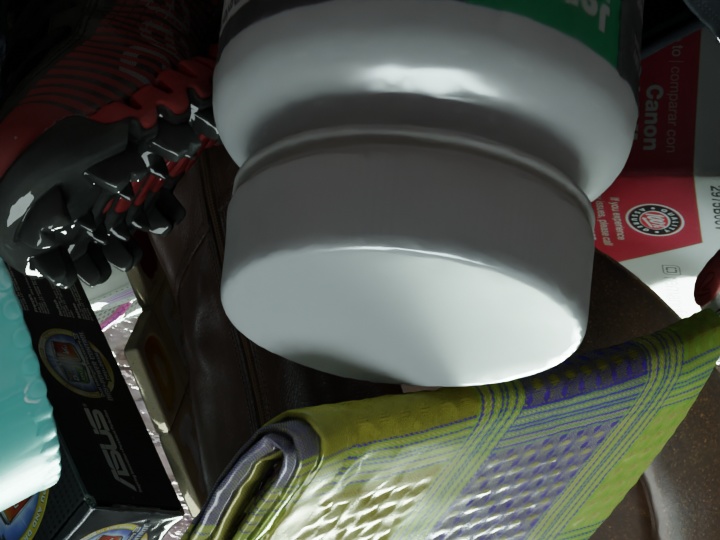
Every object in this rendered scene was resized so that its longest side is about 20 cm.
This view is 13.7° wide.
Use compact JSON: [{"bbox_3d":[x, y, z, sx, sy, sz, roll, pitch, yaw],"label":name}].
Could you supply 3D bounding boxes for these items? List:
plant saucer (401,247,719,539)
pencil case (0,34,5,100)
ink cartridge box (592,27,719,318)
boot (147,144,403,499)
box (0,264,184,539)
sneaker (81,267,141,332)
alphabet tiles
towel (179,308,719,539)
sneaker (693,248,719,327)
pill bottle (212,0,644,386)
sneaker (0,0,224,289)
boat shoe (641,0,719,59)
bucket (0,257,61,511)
[{"bbox_3d":[0.039,0.066,1.037,0.200,0.035,0.201,16,129,21],"label":"plant saucer"},{"bbox_3d":[-0.177,-0.029,1.015,0.199,0.078,0.089,-24,-171,-1],"label":"pencil case"},{"bbox_3d":[0.172,-0.036,1.005,0.199,0.083,0.146,1,155,12],"label":"ink cartridge box"},{"bbox_3d":[0.000,0.000,0.949,0.064,0.200,0.186,12,139,-32],"label":"boot"},{"bbox_3d":[-0.157,0.058,1.088,0.044,0.200,0.160,9,133,-43],"label":"box"},{"bbox_3d":[-0.151,0.012,1.194,0.088,0.082,0.200,22,157,-39],"label":"sneaker"},{"bbox_3d":[-0.046,0.052,1.101,0.006,0.167,0.201,-16,110,14],"label":"alphabet tiles"},{"bbox_3d":[0.014,0.073,0.876,0.200,0.023,0.144,-12,145,-45],"label":"towel"},{"bbox_3d":[0.200,0.025,0.931,0.199,0.082,0.078,12,154,-11],"label":"sneaker"},{"bbox_3d":[0.021,-0.078,0.800,0.113,0.201,0.113,5,157,2],"label":"pill bottle"},{"bbox_3d":[-0.073,-0.063,0.855,0.098,0.200,0.071,40,121,0],"label":"sneaker"},{"bbox_3d":[0.106,-0.099,0.873,0.199,0.062,0.075,-22,148,18],"label":"boat shoe"},{"bbox_3d":[-0.182,0.005,0.875,0.134,0.208,0.207,-22,160,-14],"label":"bucket"}]
